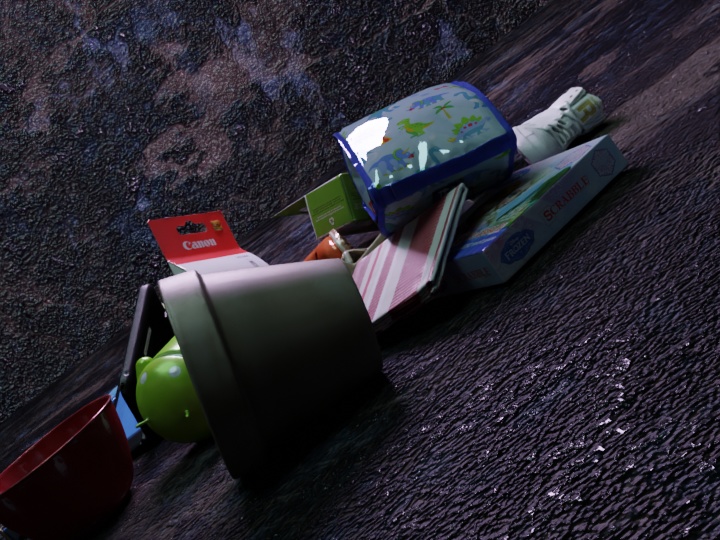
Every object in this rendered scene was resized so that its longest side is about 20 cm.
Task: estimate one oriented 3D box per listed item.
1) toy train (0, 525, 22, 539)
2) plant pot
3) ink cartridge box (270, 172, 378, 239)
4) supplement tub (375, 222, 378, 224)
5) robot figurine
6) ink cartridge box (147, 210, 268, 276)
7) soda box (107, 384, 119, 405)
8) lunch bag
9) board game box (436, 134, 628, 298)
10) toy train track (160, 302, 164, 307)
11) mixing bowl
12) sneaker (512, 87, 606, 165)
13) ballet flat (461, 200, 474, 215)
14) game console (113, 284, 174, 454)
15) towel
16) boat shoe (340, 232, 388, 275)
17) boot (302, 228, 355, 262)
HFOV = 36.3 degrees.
[{"bbox_3d":[-0.430,0.302,1.535,0.200,0.034,0.046,-49,17,-13],"label":"toy train"},{"bbox_3d":[-0.078,0.074,1.049,0.173,0.201,0.200,-20,8,-7],"label":"plant pot"},{"bbox_3d":[-0.021,-0.089,1.702,0.147,0.076,0.200,-10,-10,-39],"label":"ink cartridge box"},{"bbox_3d":[0.101,-0.133,1.543,0.200,0.107,0.107,-34,10,21],"label":"supplement tub"},{"bbox_3d":[-0.192,0.129,1.322,0.175,0.116,0.200,-18,18,28],"label":"robot figurine"},{"bbox_3d":[-0.200,-0.004,1.598,0.050,0.201,0.161,-33,-12,34],"label":"ink cartridge box"},{"bbox_3d":[-0.354,0.206,1.692,0.068,0.064,0.200,-31,12,32],"label":"soda box"},{"bbox_3d":[0.074,-0.126,1.228,0.170,0.128,0.200,-26,14,-2],"label":"lunch bag"},{"bbox_3d":[0.153,-0.050,1.155,0.199,0.041,0.200,-41,10,-24],"label":"board game box"},{"bbox_3d":[-0.245,0.083,1.631,0.033,0.114,0.200,-57,-22,-24],"label":"toy train track"},{"bbox_3d":[-0.347,0.254,1.312,0.200,0.109,0.200,-36,9,6],"label":"mixing bowl"},{"bbox_3d":[0.242,-0.177,1.339,0.115,0.074,0.200,-38,8,15],"label":"sneaker"},{"bbox_3d":[0.111,-0.072,1.359,0.072,0.072,0.200,-37,11,1],"label":"ballet flat"},{"bbox_3d":[-0.327,0.150,1.529,0.116,0.176,0.200,-10,43,9],"label":"game console"},{"bbox_3d":[0.039,0.005,1.161,0.200,0.023,0.144,-37,27,48],"label":"towel"},{"bbox_3d":[0.000,0.000,1.369,0.200,0.065,0.072,-39,8,34],"label":"boat shoe"},{"bbox_3d":[-0.053,0.004,1.576,0.107,0.075,0.200,-42,2,-13],"label":"boot"}]
